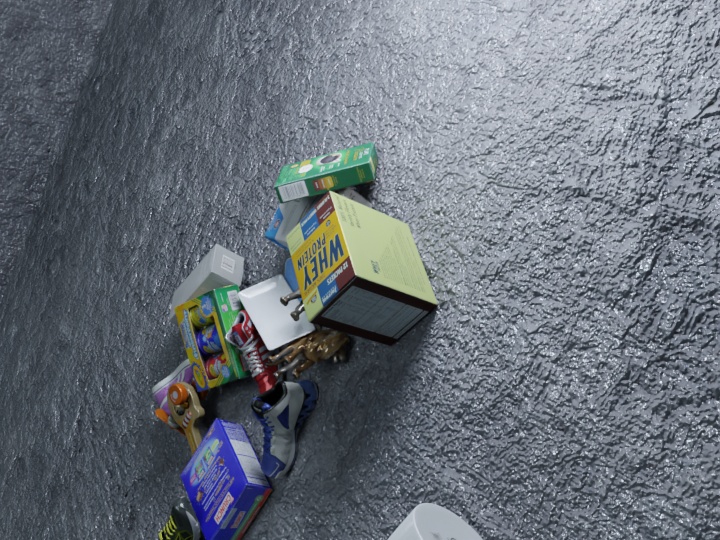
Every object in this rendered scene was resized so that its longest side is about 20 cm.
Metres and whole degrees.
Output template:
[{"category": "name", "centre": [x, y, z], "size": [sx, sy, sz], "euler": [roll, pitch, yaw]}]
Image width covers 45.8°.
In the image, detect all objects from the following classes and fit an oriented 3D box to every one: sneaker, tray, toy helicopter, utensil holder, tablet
[{"category": "sneaker", "centre": [-0.172, 0.298, 1.675], "size": [0.080, 0.115, 0.201], "euler": [24, 94, 52]}, {"category": "tray", "centre": [-0.176, 0.090, 1.781], "size": [0.200, 0.107, 0.022], "euler": [53, 160, 46]}, {"category": "toy helicopter", "centre": [-0.393, 0.352, 1.931], "size": [0.132, 0.079, 0.202], "euler": [-29, 76, 36]}, {"category": "sneaker", "centre": [-0.395, 0.279, 2.001], "size": [0.200, 0.072, 0.115], "euler": [-40, 67, 26]}, {"category": "sneaker", "centre": [-0.381, 0.551, 1.782], "size": [0.075, 0.084, 0.201], "euler": [54, 151, 40]}, {"category": "utensil holder", "centre": [0.086, 0.473, 1.261], "size": [0.201, 0.169, 0.170], "euler": [-54, 42, 16]}, {"category": "sneaker", "centre": [-0.223, 0.178, 1.785], "size": [0.071, 0.112, 0.202], "euler": [-32, 52, 38]}, {"category": "tablet", "centre": [-0.096, 0.012, 1.783], "size": [0.199, 0.014, 0.131], "euler": [-20, 60, 43]}]

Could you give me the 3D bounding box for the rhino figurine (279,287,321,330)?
[{"category": "rhino figurine", "centre": [-0.063, 0.070, 1.659], "size": [0.199, 0.087, 0.060], "euler": [17, 133, 45]}]

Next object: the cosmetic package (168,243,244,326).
[{"category": "cosmetic package", "centre": [-0.366, 0.046, 2.017], "size": [0.200, 0.090, 0.107], "euler": [-46, 28, 32]}]

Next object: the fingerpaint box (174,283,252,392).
[{"category": "fingerpaint box", "centre": [-0.317, 0.151, 1.883], "size": [0.166, 0.073, 0.202], "euler": [-21, 84, 44]}]

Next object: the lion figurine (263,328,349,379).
[{"category": "lion figurine", "centre": [-0.110, 0.159, 1.687], "size": [0.122, 0.073, 0.199], "euler": [-39, 19, -26]}]

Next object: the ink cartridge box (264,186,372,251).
[{"category": "ink cartridge box", "centre": [-0.088, -0.102, 1.748], "size": [0.199, 0.084, 0.146], "euler": [16, 77, 52]}]

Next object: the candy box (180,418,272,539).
[{"category": "candy box", "centre": [-0.282, 0.442, 1.778], "size": [0.170, 0.077, 0.200], "euler": [-56, 40, 17]}]

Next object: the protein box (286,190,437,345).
[{"category": "protein box", "centre": [0.000, 0.000, 1.524], "size": [0.135, 0.199, 0.200], "euler": [-43, 46, 29]}]

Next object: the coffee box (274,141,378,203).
[{"category": "coffee box", "centre": [-0.065, -0.193, 1.691], "size": [0.198, 0.044, 0.123], "euler": [-14, 24, 10]}]
